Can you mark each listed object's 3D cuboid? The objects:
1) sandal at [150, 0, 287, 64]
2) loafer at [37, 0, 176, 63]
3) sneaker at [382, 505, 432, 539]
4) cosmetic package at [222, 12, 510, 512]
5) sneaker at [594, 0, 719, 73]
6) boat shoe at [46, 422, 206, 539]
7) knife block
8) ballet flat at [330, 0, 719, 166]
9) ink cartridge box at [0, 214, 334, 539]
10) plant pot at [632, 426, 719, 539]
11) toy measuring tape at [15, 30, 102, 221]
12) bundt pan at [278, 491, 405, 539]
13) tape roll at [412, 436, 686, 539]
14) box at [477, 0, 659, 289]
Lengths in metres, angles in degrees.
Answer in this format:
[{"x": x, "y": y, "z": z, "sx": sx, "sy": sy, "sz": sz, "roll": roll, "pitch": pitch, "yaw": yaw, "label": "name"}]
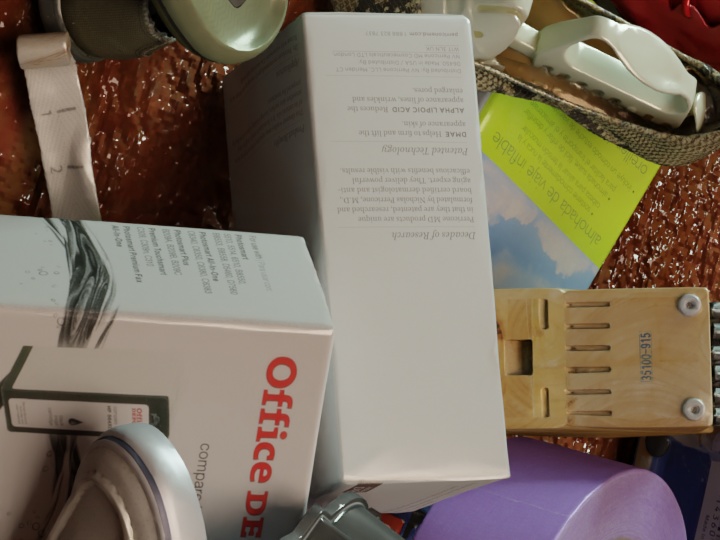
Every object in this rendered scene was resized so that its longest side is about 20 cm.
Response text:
[{"x": -0.066, "y": -0.161, "z": 1.148, "sx": 0.080, "sy": 0.057, "sz": 0.201, "roll": -55, "pitch": 137, "yaw": -23, "label": "sandal"}, {"x": -0.043, "y": -0.144, "z": 1.271, "sx": 0.200, "sy": 0.070, "sz": 0.075, "roll": -39, "pitch": 125, "yaw": -27, "label": "loafer"}, {"x": -0.008, "y": 0.108, "z": 1.382, "sx": 0.078, "sy": 0.075, "sz": 0.200, "roll": -48, "pitch": 121, "yaw": -11, "label": "sneaker"}, {"x": 0.000, "y": 0.000, "z": 1.268, "sx": 0.081, "sy": 0.113, "sz": 0.201, "roll": -2, "pitch": 81, "yaw": -21, "label": "cosmetic package"}, {"x": 0.145, "y": -0.154, "z": 1.405, "sx": 0.200, "sy": 0.115, "sz": 0.078, "roll": 39, "pitch": 75, "yaw": -41, "label": "sneaker"}, {"x": -0.109, "y": 0.152, "z": 1.127, "sx": 0.070, "sy": 0.071, "sz": 0.200, "roll": -12, "pitch": 127, "yaw": -38, "label": "boat shoe"}, {"x": 0.110, "y": 0.047, "z": 1.405, "sx": 0.199, "sy": 0.176, "sz": 0.064, "roll": -1, "pitch": 84, "yaw": 1, "label": "knife block"}, {"x": 0.086, "y": -0.105, "z": 1.341, "sx": 0.200, "sy": 0.075, "sz": 0.068, "roll": 23, "pitch": 78, "yaw": -14, "label": "ballet flat"}, {"x": -0.119, "y": 0.061, "z": 1.177, "sx": 0.199, "sy": 0.084, "sz": 0.146, "roll": 4, "pitch": 115, "yaw": -12, "label": "ink cartridge box"}, {"x": 0.241, "y": 0.153, "z": 1.529, "sx": 0.179, "sy": 0.200, "sz": 0.201, "roll": 8, "pitch": 97, "yaw": -37, "label": "plant pot"}, {"x": -0.119, "y": 0.004, "z": 1.240, "sx": 0.073, "sy": 0.073, "sz": 0.201, "roll": -24, "pitch": 120, "yaw": -35, "label": "toy measuring tape"}, {"x": -0.017, "y": 0.193, "z": 1.173, "sx": 0.202, "sy": 0.076, "sz": 0.202, "roll": -53, "pitch": 160, "yaw": -28, "label": "bundt pan"}, {"x": 0.079, "y": 0.180, "z": 1.370, "sx": 0.200, "sy": 0.065, "sz": 0.201, "roll": -33, "pitch": 130, "yaw": -50, "label": "tape roll"}, {"x": 0.067, "y": -0.030, "z": 1.416, "sx": 0.122, "sy": 0.048, "sz": 0.200, "roll": 41, "pitch": 74, "yaw": -40, "label": "box"}]
